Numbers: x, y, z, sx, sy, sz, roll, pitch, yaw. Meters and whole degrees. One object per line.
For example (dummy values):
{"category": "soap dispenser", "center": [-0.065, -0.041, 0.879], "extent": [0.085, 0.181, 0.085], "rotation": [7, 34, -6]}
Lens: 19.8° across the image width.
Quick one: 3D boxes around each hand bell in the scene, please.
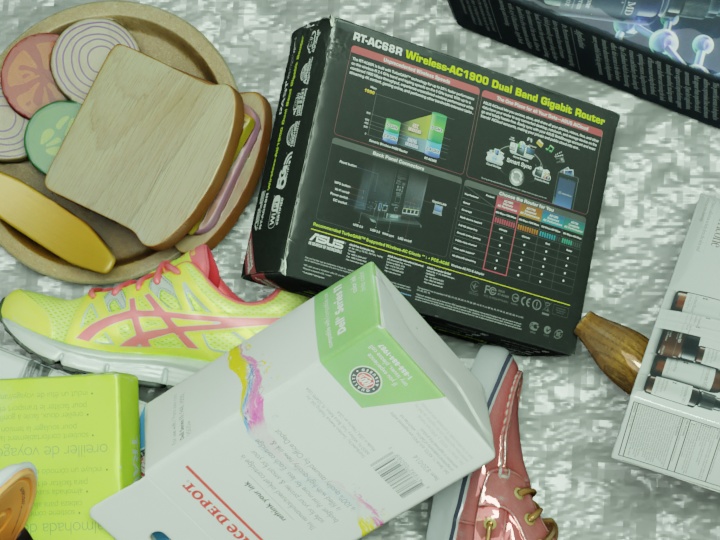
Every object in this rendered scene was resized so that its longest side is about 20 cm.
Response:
{"category": "hand bell", "center": [0.202, 0.091, 1.160], "extent": [0.200, 0.104, 0.104], "rotation": [38, 88, 13]}

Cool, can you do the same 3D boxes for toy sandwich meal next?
{"category": "toy sandwich meal", "center": [-0.161, -0.082, 1.283], "extent": [0.205, 0.070, 0.206], "rotation": [-2, 79, 10]}

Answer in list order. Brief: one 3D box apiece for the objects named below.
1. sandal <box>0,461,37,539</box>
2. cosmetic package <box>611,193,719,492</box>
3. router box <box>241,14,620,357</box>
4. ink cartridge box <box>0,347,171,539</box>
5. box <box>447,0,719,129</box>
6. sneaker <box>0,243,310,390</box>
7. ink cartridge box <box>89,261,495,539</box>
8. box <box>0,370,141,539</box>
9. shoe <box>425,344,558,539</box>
{"category": "sandal", "center": [-0.210, 0.199, 1.106], "extent": [0.059, 0.079, 0.207], "rotation": [30, 100, 15]}
{"category": "cosmetic package", "center": [0.203, 0.037, 1.137], "extent": [0.082, 0.051, 0.200], "rotation": [18, 39, 8]}
{"category": "router box", "center": [0.042, -0.044, 1.188], "extent": [0.200, 0.062, 0.150], "rotation": [16, 80, -24]}
{"category": "ink cartridge box", "center": [-0.192, 0.133, 1.240], "extent": [0.200, 0.084, 0.145], "rotation": [20, 85, 13]}
{"category": "box", "center": [0.168, -0.192, 1.225], "extent": [0.200, 0.107, 0.149], "rotation": [23, 83, 13]}
{"category": "sneaker", "center": [-0.117, 0.026, 1.235], "extent": [0.200, 0.078, 0.090], "rotation": [10, 92, 6]}
{"category": "ink cartridge box", "center": [-0.040, 0.098, 1.140], "extent": [0.200, 0.117, 0.067], "rotation": [-32, 31, 16]}
{"category": "box", "center": [-0.184, 0.161, 1.165], "extent": [0.122, 0.048, 0.200], "rotation": [-4, 82, 12]}
{"category": "shoe", "center": [0.088, 0.149, 1.194], "extent": [0.091, 0.071, 0.200], "rotation": [13, 87, 11]}
